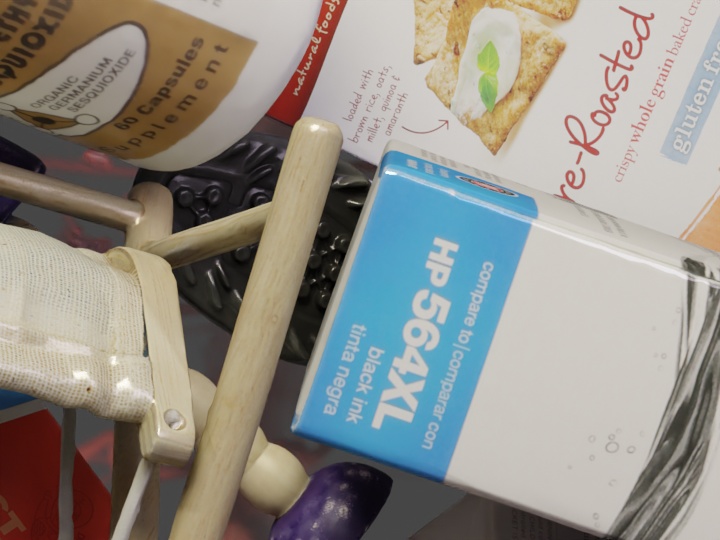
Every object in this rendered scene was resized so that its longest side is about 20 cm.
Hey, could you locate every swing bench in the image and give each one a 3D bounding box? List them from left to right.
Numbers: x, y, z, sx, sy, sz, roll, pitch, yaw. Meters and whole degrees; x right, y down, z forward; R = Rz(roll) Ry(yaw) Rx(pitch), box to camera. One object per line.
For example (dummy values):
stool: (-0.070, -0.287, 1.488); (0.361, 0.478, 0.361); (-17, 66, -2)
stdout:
swing bench: (-0.132, 0.039, 0.802); (0.198, 0.130, 0.201); (16, 75, -25)

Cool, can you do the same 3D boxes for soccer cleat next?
soccer cleat: (0.000, 0.000, 0.991); (0.199, 0.073, 0.068); (18, 92, -32)

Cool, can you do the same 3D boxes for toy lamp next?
toy lamp: (-0.079, 0.021, 0.950); (0.200, 0.058, 0.058); (40, 50, -7)

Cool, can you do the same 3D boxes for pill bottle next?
pill bottle: (-0.116, -0.110, 0.857); (0.199, 0.114, 0.115); (20, 54, -36)

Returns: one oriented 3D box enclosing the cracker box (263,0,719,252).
cracker box: (0.064, -0.082, 0.995); (0.199, 0.058, 0.134); (23, 93, 5)

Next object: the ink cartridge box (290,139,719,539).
ink cartridge box: (0.088, 0.034, 0.874); (0.199, 0.146, 0.085); (20, 95, 0)

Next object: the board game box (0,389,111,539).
board game box: (-0.180, 0.077, 0.864); (0.200, 0.040, 0.153); (-35, 86, -40)

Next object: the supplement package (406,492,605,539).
supplement package: (0.096, 0.162, 0.939); (0.199, 0.121, 0.120); (16, 57, -24)
